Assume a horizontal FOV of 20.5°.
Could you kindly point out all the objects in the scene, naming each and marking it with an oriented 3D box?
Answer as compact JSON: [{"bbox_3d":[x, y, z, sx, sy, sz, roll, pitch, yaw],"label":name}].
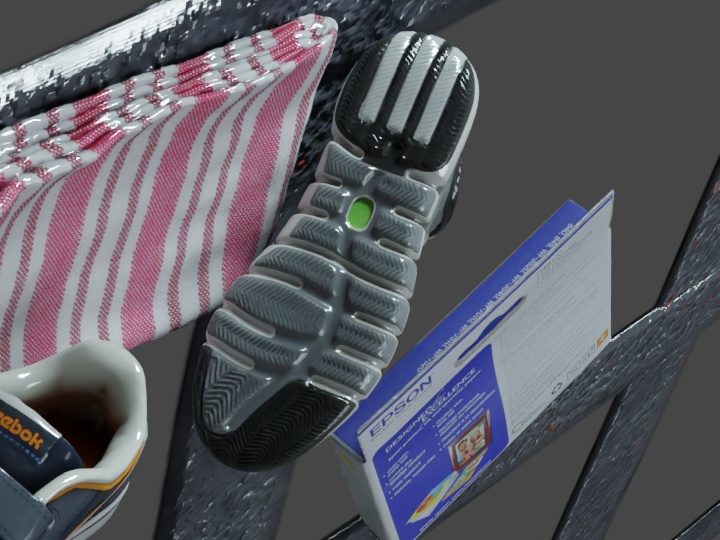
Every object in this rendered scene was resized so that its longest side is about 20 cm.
[{"bbox_3d":[-0.090,-0.013,0.780,0.200,0.030,0.147,-28,149,-42],"label":"towel"},{"bbox_3d":[0.000,0.000,0.873,0.201,0.075,0.115,-61,170,-2],"label":"sneaker"},{"bbox_3d":[-0.147,0.091,0.701,0.200,0.078,0.080,-47,168,-47],"label":"sneaker"},{"bbox_3d":[0.067,0.053,1.141,0.198,0.047,0.200,-42,154,-14],"label":"ink cartridge box"}]
